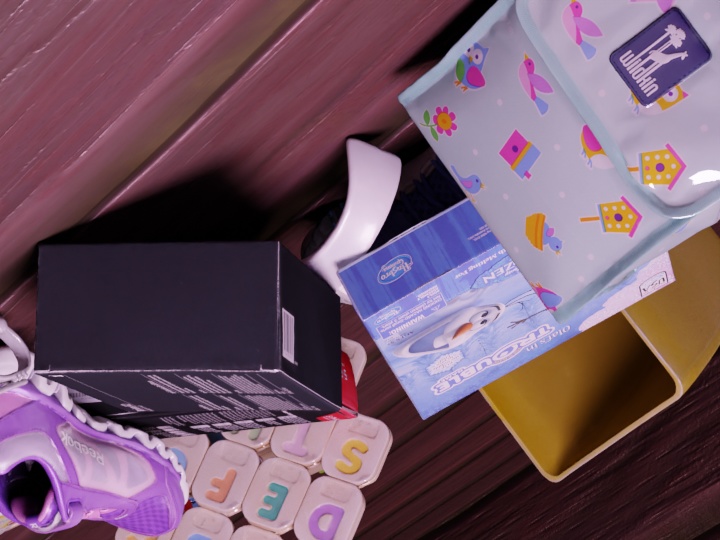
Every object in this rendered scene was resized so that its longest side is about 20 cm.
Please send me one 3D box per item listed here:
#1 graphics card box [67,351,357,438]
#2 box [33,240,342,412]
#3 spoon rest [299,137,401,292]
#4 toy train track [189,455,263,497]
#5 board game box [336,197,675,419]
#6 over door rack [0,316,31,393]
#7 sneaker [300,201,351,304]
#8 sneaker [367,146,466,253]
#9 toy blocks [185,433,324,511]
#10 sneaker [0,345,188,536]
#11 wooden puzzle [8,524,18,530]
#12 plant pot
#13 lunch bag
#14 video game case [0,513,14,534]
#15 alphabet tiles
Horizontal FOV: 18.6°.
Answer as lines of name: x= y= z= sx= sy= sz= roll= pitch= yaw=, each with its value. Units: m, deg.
graphics card box: x=-0.111 y=0.080 z=1.462 sx=0.199 sy=0.051 sz=0.125 roll=-8 pitch=169 yaw=10
box: x=-0.095 y=0.036 z=1.289 sx=0.140 sy=0.079 sz=0.200 roll=-3 pitch=170 yaw=8
spoon rest: x=-0.046 y=-0.003 z=1.393 sx=0.099 sy=0.061 sz=0.200 roll=20 pitch=137 yaw=-28
toy train track: x=-0.135 y=0.146 z=1.570 sx=0.199 sy=0.033 sz=0.115 roll=1 pitch=171 yaw=-6
board game box: x=0.100 y=0.004 z=1.418 sx=0.199 sy=0.044 sz=0.199 roll=-29 pitch=156 yaw=1
over door rack: x=-0.280 y=0.097 z=1.232 sx=0.147 sy=0.067 sz=0.200 roll=-34 pitch=-171 yaw=20
sneaker: x=0.000 y=0.000 z=1.532 sx=0.086 sy=0.075 sz=0.200 roll=-28 pitch=170 yaw=24
sneaker: x=0.074 y=-0.073 z=1.402 sx=0.199 sy=0.081 sz=0.115 roll=-37 pitch=164 yaw=3
toy blocks: x=-0.090 y=0.120 z=1.647 sx=0.136 sy=0.100 sz=0.200 roll=-23 pitch=153 yaw=-4
sneaker: x=-0.185 y=0.130 z=1.379 sx=0.080 sy=0.089 sz=0.200 roll=-23 pitch=139 yaw=26
wooden puzzle: x=-0.196 y=0.116 z=1.648 sx=0.184 sy=0.037 sz=0.200 roll=-25 pitch=163 yaw=-24
plant pot: x=0.203 y=0.022 z=1.845 sx=0.176 sy=0.200 sz=0.200 roll=-33 pitch=173 yaw=-40
lunch bag: x=0.144 y=-0.095 z=1.214 sx=0.122 sy=0.171 sz=0.200 roll=-28 pitch=171 yaw=-46
video game case: x=-0.330 y=0.204 z=1.479 sx=0.182 sy=0.023 sz=0.200 roll=-36 pitch=167 yaw=28
alphabet tiles: x=-0.083 y=0.120 z=1.517 sx=0.196 sy=0.199 sz=0.015 roll=-66 pitch=159 yaw=-19
